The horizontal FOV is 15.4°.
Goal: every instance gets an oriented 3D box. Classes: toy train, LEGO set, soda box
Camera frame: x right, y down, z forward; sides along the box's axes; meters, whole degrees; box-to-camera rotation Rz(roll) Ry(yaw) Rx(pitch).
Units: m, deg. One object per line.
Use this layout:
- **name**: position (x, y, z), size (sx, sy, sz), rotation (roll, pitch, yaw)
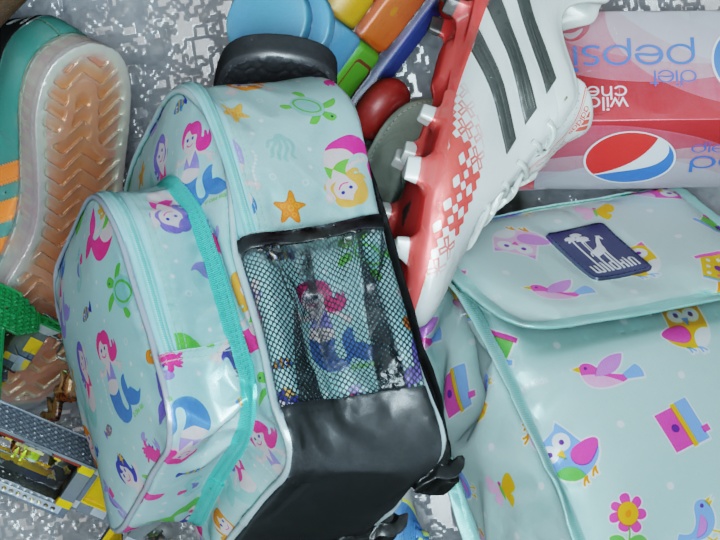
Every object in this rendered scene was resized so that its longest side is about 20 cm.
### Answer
- **toy train**: position (0.018, -0.164, 1.285), size (0.085, 0.116, 0.200), rotation (39, 94, 20)
- **LEGO set**: position (-0.141, 0.109, 1.277), size (0.200, 0.154, 0.116), rotation (22, 119, -27)
- **soda box**: position (0.161, -0.084, 1.308), size (0.200, 0.063, 0.070), rotation (-1, 60, 1)

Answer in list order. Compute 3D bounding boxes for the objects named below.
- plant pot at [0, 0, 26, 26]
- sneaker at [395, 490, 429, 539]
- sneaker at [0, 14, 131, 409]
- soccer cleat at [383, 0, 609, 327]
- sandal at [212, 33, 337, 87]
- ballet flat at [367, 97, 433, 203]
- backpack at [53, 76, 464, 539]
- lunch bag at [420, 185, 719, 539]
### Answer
- **plant pot**: position (-0.203, -0.200, 1.270), size (0.198, 0.200, 0.200), rotation (-40, 91, -4)
- **sneaker**: position (0.029, 0.172, 1.342), size (0.105, 0.076, 0.200), rotation (5, 101, -10)
- **sneaker**: position (-0.165, -0.032, 1.337), size (0.071, 0.080, 0.200), rotation (-2, 114, -37)
- **soccer cleat**: position (0.062, -0.061, 1.227), size (0.085, 0.069, 0.200), rotation (18, 64, -9)
- **sandal**: position (-0.050, -0.061, 1.286), size (0.075, 0.200, 0.045), rotation (6, 56, -12)
- **ballet flat**: position (0.000, 0.000, 1.330), size (0.067, 0.064, 0.200), rotation (14, 122, -36)
- **backpack**: position (-0.052, 0.018, 1.171), size (0.150, 0.178, 0.200), rotation (-1, 67, -18)
- **lunch bag**: position (0.120, 0.055, 1.268), size (0.170, 0.122, 0.200), rotation (-11, 71, -26)
